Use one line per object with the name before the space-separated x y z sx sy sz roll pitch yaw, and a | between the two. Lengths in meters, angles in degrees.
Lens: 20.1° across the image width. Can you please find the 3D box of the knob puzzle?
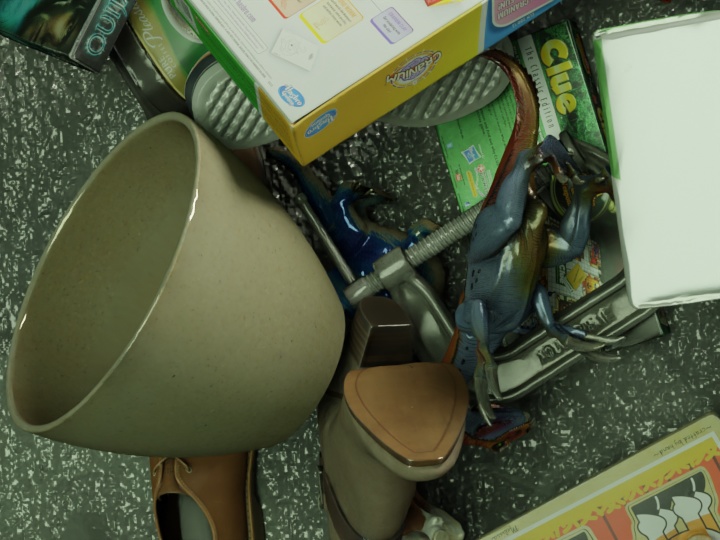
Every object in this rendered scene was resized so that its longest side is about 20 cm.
knob puzzle | 0.179 0.213 1.195 0.218 0.030 0.221 1 96 6

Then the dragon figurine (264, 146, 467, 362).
dragon figurine | 0.000 0.000 1.273 0.199 0.059 0.100 30 94 12

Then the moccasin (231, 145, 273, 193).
moccasin | -0.099 -0.003 1.302 0.077 0.074 0.203 7 88 -14

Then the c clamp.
c clamp | 0.083 -0.013 1.215 0.199 0.027 0.172 -27 89 8

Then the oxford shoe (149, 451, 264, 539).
oxford shoe | -0.110 0.117 1.326 0.071 0.071 0.201 -14 84 25

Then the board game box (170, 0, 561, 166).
board game box | 0.007 -0.170 1.162 0.199 0.040 0.153 -33 59 -9

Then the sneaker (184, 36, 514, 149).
sneaker | -0.011 -0.126 1.231 0.199 0.079 0.079 -9 112 -13

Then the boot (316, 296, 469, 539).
boot | 0.014 0.114 1.170 0.070 0.200 0.147 4 116 -8

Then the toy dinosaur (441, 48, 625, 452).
toy dinosaur | 0.091 0.009 1.187 0.182 0.105 0.201 -52 39 31

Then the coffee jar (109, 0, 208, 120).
coffee jar | -0.076 -0.180 1.292 0.200 0.085 0.105 -34 84 20

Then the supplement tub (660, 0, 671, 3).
supplement tub | 0.206 -0.257 1.146 0.123 0.122 0.200 47 107 16

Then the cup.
cup | -0.095 0.029 1.186 0.200 0.143 0.201 -40 34 35

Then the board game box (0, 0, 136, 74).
board game box | -0.162 -0.231 1.302 0.135 0.028 0.201 24 86 51

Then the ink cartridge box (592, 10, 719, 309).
ink cartridge box | 0.196 -0.058 1.115 0.084 0.200 0.147 -8 89 20

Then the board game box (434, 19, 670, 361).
board game box | 0.112 -0.042 1.248 0.104 0.023 0.201 -18 84 24

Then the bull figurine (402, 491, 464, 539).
bull figurine | 0.012 0.230 1.264 0.121 0.065 0.201 6 89 49
